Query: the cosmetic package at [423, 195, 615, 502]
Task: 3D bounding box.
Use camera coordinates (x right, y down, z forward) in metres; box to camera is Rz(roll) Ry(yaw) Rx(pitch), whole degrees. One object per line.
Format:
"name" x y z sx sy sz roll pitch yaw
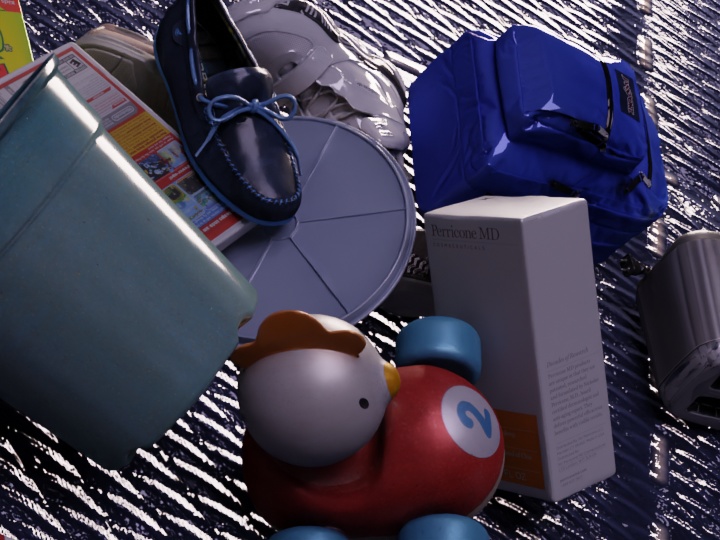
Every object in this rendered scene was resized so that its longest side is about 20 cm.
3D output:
"cosmetic package" 0.113 0.052 1.236 0.071 0.101 0.202 -16 104 -39

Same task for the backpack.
"backpack" 0.160 -0.095 1.423 0.199 0.168 0.164 20 55 -30

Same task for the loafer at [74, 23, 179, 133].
"loafer" -0.130 -0.139 1.373 0.199 0.072 0.063 26 36 -2

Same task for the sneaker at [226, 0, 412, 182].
"sneaker" -0.029 -0.138 1.391 0.199 0.075 0.116 26 39 -41

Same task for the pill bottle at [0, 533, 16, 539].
"pill bottle" -0.251 0.190 0.971 0.199 0.112 0.113 20 44 -13

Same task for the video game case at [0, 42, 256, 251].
"video game case" -0.183 -0.072 1.241 0.200 0.017 0.143 41 44 11

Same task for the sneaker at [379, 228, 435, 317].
"sneaker" 0.000 0.000 1.333 0.199 0.085 0.073 15 63 10

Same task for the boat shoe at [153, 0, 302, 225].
"boat shoe" -0.099 -0.124 1.270 0.084 0.069 0.201 -14 61 -39

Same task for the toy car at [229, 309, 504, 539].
"toy car" -0.006 0.087 1.110 0.175 0.200 0.185 -7 54 10

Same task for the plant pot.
"plant pot" -0.182 0.007 1.080 0.196 0.200 0.201 42 41 -14

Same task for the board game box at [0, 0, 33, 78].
"board game box" -0.286 -0.120 1.277 0.101 0.048 0.201 2 51 -29

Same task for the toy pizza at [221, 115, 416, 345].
"toy pizza" -0.056 -0.026 1.287 0.199 0.032 0.201 -4 59 7

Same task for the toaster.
"toaster" 0.309 0.053 1.418 0.199 0.114 0.130 15 48 -21
